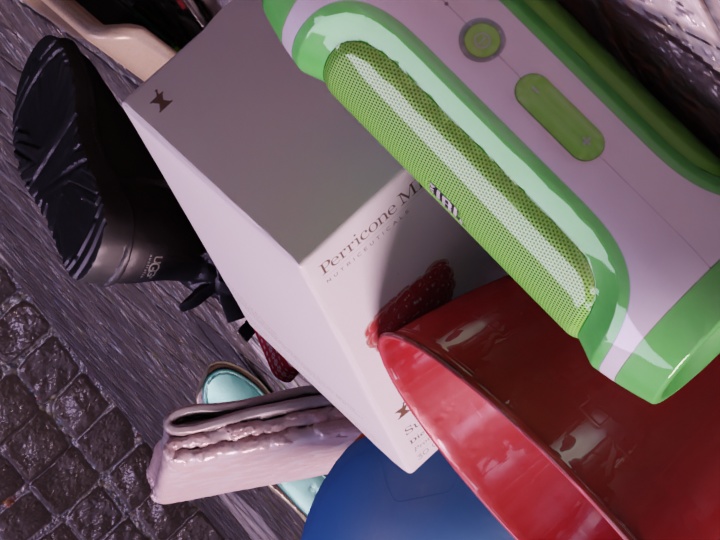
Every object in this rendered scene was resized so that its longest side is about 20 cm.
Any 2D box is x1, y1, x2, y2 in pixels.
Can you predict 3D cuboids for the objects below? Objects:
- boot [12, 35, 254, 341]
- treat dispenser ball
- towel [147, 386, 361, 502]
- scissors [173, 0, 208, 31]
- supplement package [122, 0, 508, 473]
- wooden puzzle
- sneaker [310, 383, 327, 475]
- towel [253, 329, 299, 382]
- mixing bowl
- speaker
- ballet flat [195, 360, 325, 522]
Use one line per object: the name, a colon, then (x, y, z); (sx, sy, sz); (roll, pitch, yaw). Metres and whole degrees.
boot: (-0.105, -0.046, 1.580); (0.162, 0.073, 0.199); (11, -144, -33)
treat dispenser ball: (0.067, 0.156, 1.374); (0.201, 0.201, 0.201); (46, 170, 10)
towel: (-0.019, 0.090, 1.530); (0.191, 0.199, 0.032); (115, 145, -77)
scissors: (-0.103, -0.157, 1.454); (0.073, 0.014, 0.200); (34, 164, 48)
supplement package: (0.004, -0.027, 1.168); (0.120, 0.121, 0.200); (42, 170, 30)
wooden puzzle: (-0.138, -0.138, 1.520); (0.200, 0.037, 0.185); (35, 180, 37)
sneaker: (-0.017, 0.063, 1.679); (0.200, 0.099, 0.071); (53, 171, -22)
towel: (-0.043, -0.032, 1.407); (0.200, 0.022, 0.145); (124, 125, -69)
mixing bowl: (0.112, 0.064, 1.096); (0.200, 0.108, 0.200); (45, 170, 10)
speaker: (0.058, -0.049, 0.959); (0.200, 0.088, 0.088); (46, 170, 12)
ballet flat: (-0.081, 0.156, 2.431); (0.200, 0.067, 0.062); (51, 179, -18)
